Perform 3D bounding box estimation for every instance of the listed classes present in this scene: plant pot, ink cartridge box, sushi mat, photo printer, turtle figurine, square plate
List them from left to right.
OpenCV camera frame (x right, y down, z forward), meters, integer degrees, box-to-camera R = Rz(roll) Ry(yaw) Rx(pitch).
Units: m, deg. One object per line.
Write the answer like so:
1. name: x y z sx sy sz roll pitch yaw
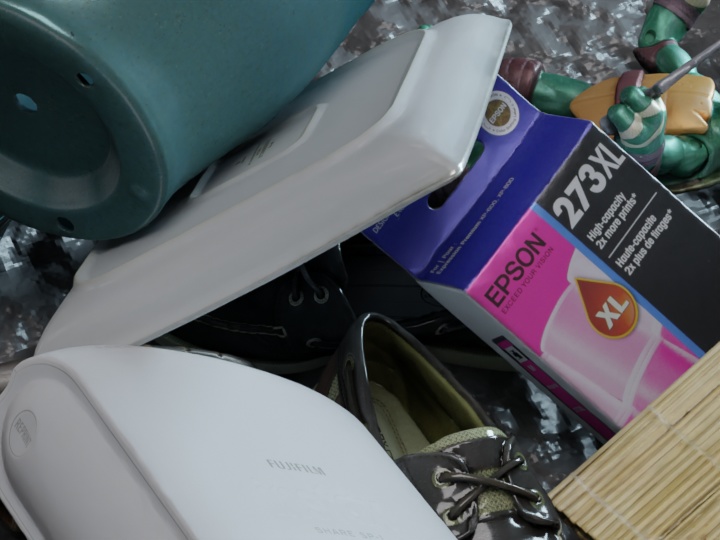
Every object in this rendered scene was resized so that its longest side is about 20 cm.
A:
1. plant pot: -0.097 -0.122 1.055 0.199 0.201 0.188 20 55 12
2. photo printer: -0.035 0.103 0.935 0.166 0.070 0.200 13 28 -46
3. square plate: -0.037 -0.036 1.051 0.197 0.029 0.200 -27 15 18
4. ink cartridge box: 0.104 0.011 1.072 0.200 0.037 0.095 40 72 -5
5. turtle figurine: 0.121 -0.075 1.156 0.199 0.101 0.150 -5 27 13
6. sushi mat: 0.177 0.057 1.026 0.200 0.012 0.096 -41 61 -4

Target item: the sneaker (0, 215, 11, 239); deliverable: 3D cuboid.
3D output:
1. sneaker: -0.185 -0.030 1.128 0.075 0.079 0.201 20 57 12

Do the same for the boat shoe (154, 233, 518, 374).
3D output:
1. boat shoe: 0.000 0.002 1.117 0.198 0.066 0.075 7 54 3

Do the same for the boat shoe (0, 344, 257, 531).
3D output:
1. boat shoe: -0.137 0.071 1.068 0.199 0.076 0.072 -6 87 -17

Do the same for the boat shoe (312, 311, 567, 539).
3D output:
1. boat shoe: 0.036 0.090 1.025 0.071 0.066 0.201 -7 36 -29
